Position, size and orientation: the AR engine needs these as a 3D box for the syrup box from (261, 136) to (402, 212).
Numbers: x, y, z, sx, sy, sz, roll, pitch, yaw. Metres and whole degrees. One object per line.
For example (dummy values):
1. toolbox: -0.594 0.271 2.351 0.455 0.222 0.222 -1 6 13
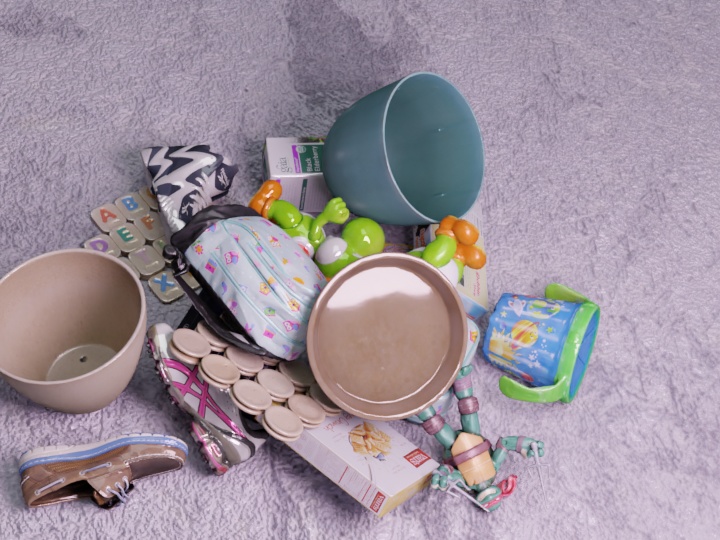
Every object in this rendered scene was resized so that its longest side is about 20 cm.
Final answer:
1. syrup box: -0.042 -0.140 1.840 0.198 0.082 0.079 -1 50 -12

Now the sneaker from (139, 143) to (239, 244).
1. sneaker: -0.223 -0.110 1.765 0.129 0.080 0.200 -17 44 -12

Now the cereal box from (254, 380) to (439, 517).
1. cereal box: -0.014 0.209 1.543 0.199 0.040 0.144 35 21 18

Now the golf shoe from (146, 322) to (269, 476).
1. golf shoe: -0.189 0.145 1.540 0.092 0.073 0.201 -31 95 -10

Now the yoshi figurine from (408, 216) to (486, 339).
1. yoshi figurine: 0.091 0.036 1.588 0.112 0.112 0.200 42 72 -8

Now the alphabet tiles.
1. alphabet tiles: -0.278 -0.044 1.765 0.199 0.015 0.196 -28 60 -28

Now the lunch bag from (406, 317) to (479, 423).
1. lunch bag: 0.043 0.105 1.656 0.199 0.077 0.161 23 52 9

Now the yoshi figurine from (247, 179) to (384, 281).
1. yoshi figurine: -0.048 -0.050 1.693 0.199 0.113 0.112 30 13 23

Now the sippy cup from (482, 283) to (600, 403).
1. sippy cup: 0.236 0.092 1.673 0.130 0.141 0.178 17 10 18

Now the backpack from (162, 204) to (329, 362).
1. backpack: -0.123 0.014 1.544 0.200 0.127 0.167 49 22 20

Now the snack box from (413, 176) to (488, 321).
1. snack box: 0.125 -0.037 1.775 0.116 0.037 0.201 32 41 -32

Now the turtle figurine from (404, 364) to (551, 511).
1. turtle figurine: 0.136 0.226 1.546 0.149 0.101 0.201 -25 83 -25

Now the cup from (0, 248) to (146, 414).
1. cup: -0.351 0.095 1.545 0.199 0.144 0.201 -1 51 1

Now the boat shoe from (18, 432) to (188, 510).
1. boat shoe: -0.301 0.245 1.494 0.198 0.072 0.073 -8 57 -3

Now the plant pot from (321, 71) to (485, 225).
1. plant pot: 0.044 -0.153 1.704 0.160 0.201 0.201 -8 33 45

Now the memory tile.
1. memory tile: -0.123 0.125 1.516 0.200 0.017 0.153 38 26 16

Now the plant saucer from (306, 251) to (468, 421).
1. plant saucer: 0.030 0.077 1.494 0.199 0.202 0.029 -2 6 -16

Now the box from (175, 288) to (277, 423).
1. box: -0.152 0.079 1.646 0.140 0.079 0.201 20 50 10

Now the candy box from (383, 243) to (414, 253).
1. candy box: 0.000 0.000 1.763 0.198 0.027 0.103 5 41 -5
